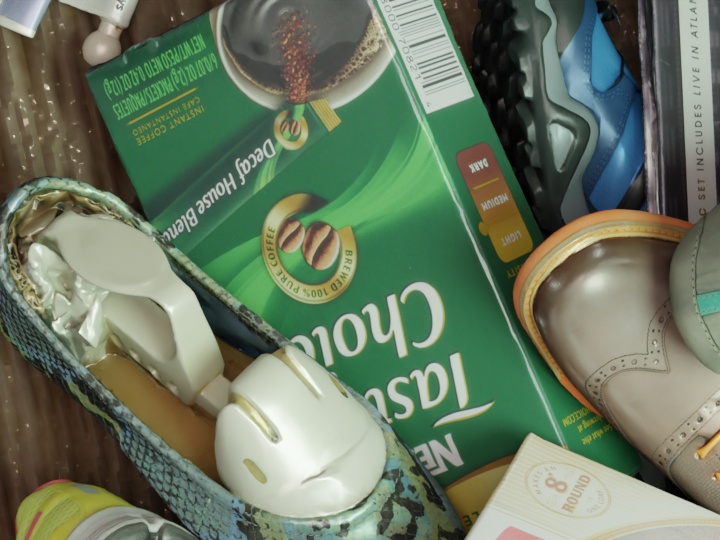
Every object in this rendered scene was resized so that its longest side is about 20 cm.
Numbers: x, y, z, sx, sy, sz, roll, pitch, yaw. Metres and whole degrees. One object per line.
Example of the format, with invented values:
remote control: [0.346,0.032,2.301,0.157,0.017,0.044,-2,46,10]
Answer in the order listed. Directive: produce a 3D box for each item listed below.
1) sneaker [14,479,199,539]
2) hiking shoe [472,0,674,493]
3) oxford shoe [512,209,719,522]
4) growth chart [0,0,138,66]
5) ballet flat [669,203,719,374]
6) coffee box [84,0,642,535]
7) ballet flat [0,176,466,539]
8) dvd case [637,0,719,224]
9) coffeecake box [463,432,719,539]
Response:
sneaker: [-0.094,0.161,1.012,0.078,0.090,0.201,-1,111,-32]
hiking shoe: [0.095,-0.023,1.020,0.086,0.074,0.201,-16,98,-12]
oxford shoe: [0.126,0.049,0.947,0.071,0.073,0.200,-45,126,13]
growth chart: [-0.155,-0.145,1.035,0.199,0.018,0.145,17,90,0]
ballet flat: [0.180,-0.015,0.934,0.200,0.064,0.068,-22,91,-38]
coffee box: [0.000,0.000,0.996,0.123,0.044,0.201,-22,91,33]
ballet flat: [-0.048,0.038,0.961,0.200,0.074,0.074,35,89,19]
dvd case: [0.186,-0.054,1.009,0.199,0.016,0.149,-2,88,-21]
coffeecake box: [0.108,0.150,0.881,0.199,0.154,0.073,22,125,10]
